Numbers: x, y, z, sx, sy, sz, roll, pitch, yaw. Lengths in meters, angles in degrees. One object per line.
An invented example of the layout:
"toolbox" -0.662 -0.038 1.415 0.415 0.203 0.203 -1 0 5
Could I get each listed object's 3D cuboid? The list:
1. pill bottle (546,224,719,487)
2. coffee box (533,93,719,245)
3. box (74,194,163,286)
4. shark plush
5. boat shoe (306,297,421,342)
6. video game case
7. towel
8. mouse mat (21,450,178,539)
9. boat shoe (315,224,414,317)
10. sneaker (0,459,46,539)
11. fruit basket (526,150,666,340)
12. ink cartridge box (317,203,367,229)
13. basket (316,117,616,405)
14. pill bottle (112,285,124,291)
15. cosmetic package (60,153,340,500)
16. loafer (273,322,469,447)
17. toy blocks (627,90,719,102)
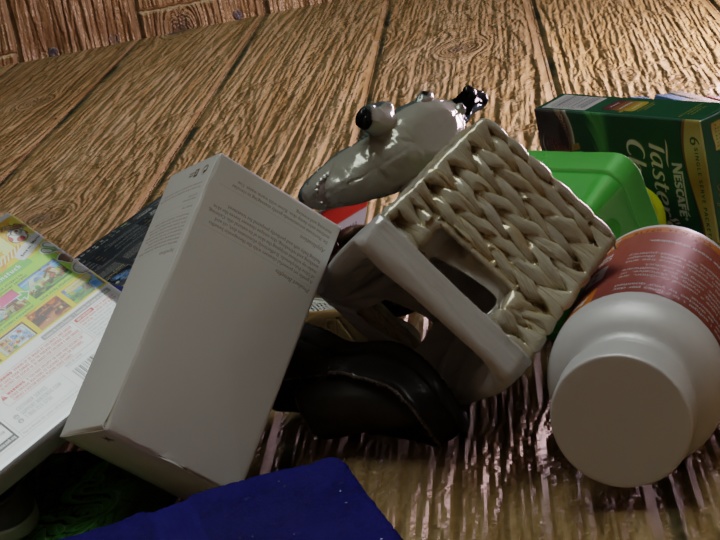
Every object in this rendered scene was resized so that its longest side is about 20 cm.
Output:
"pill bottle" 0.179 0.053 1.058 0.111 0.114 0.200 -5 18 20
"coffee box" 0.237 -0.084 1.437 0.044 0.124 0.199 -25 23 -33
"box" -0.182 -0.007 1.526 0.200 0.051 0.157 -39 27 -24
"shark plush" 0.033 -0.109 1.314 0.083 0.091 0.200 -23 21 47
"boat shoe" -0.046 0.055 1.296 0.198 0.072 0.069 5 3 30
"video game case" -0.255 0.060 1.148 0.181 0.023 0.200 32 54 27
"towel" -0.079 0.178 0.963 0.198 0.050 0.148 -16 25 -14
"mouse mat" -0.199 0.164 1.149 0.159 0.008 0.200 -7 19 16
"boat shoe" 0.000 0.000 1.332 0.071 0.073 0.200 17 -14 -17
"sneaker" -0.265 0.116 1.151 0.074 0.108 0.200 -13 17 -3
"fruit basket" 0.165 -0.037 1.331 0.213 0.157 0.216 -21 29 12
"ink cartridge box" -0.044 -0.013 1.402 0.199 0.050 0.162 -30 2 41
"basket" 0.067 -0.003 1.119 0.124 0.135 0.200 -48 1 -14
"pill bottle" -0.172 0.068 1.254 0.198 0.113 0.112 2 22 37
"cosmetic package" -0.104 0.039 1.112 0.085 0.107 0.202 -14 49 58
"loafer" -0.004 0.092 1.160 0.071 0.073 0.199 -48 32 -22
"toy blocks" 0.317 -0.121 1.491 0.136 0.101 0.199 19 19 34
